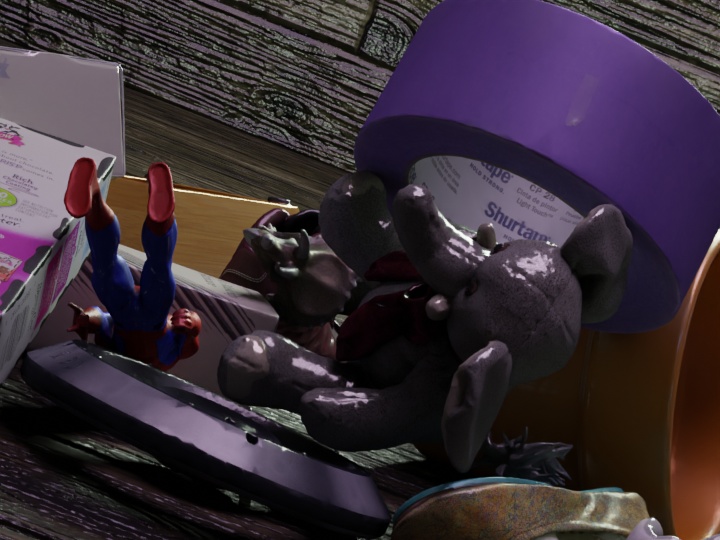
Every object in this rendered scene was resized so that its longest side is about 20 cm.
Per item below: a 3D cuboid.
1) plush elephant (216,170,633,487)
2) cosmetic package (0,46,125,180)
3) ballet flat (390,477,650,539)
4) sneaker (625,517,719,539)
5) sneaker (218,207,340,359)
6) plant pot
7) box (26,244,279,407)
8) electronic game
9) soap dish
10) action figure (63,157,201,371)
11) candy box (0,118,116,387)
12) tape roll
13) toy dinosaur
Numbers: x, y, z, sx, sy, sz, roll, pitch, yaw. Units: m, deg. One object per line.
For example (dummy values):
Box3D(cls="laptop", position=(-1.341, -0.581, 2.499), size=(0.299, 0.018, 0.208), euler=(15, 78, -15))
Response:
Box3D(cls="plush elephant", position=(0.048, 0.023, 1.138), size=(0.200, 0.155, 0.165), euler=(38, 53, 5))
Box3D(cls="cosmetic package", position=(-0.240, -0.076, 1.355), size=(0.105, 0.072, 0.199), euler=(4, -11, -41))
Box3D(cls="ballet flat", position=(0.094, 0.143, 1.136), size=(0.070, 0.071, 0.199), euler=(26, 10, 36))
Box3D(cls="sneaker", position=(0.194, 0.176, 1.089), size=(0.199, 0.082, 0.075), euler=(19, 5, -33))
Box3D(cls="sneaker", position=(-0.030, 0.019, 1.464), size=(0.075, 0.116, 0.200), euler=(24, 8, 26))
Box3D(cls="plant pot", position=(0.132, 0.065, 1.375), size=(0.182, 0.202, 0.200), euler=(8, 1, 23))
Box3D(cls="box", position=(-0.153, 0.019, 1.287), size=(0.199, 0.069, 0.082), euler=(19, 6, -17))
Box3D(cls="electronic game", position=(-0.076, 0.085, 1.111), size=(0.199, 0.042, 0.200), euler=(25, 0, 0))
Box3D(cls="soap dish", position=(-0.142, -0.023, 1.490), size=(0.156, 0.082, 0.200), euler=(12, 3, 31))
Box3D(cls="action figure", position=(-0.117, 0.016, 1.166), size=(0.065, 0.052, 0.200), euler=(-1, -30, 1))
Box3D(cls="candy box", position=(-0.216, -0.016, 1.124), size=(0.135, 0.061, 0.200), euler=(18, 27, 3))
Box3D(cls="tape roll", position=(0.101, -0.056, 1.221), size=(0.199, 0.085, 0.200), euler=(26, -19, 10))
Box3D(cls="toy dinosaur", position=(0.000, 0.000, 1.363), size=(0.199, 0.078, 0.102), euler=(-5, 13, -38))
